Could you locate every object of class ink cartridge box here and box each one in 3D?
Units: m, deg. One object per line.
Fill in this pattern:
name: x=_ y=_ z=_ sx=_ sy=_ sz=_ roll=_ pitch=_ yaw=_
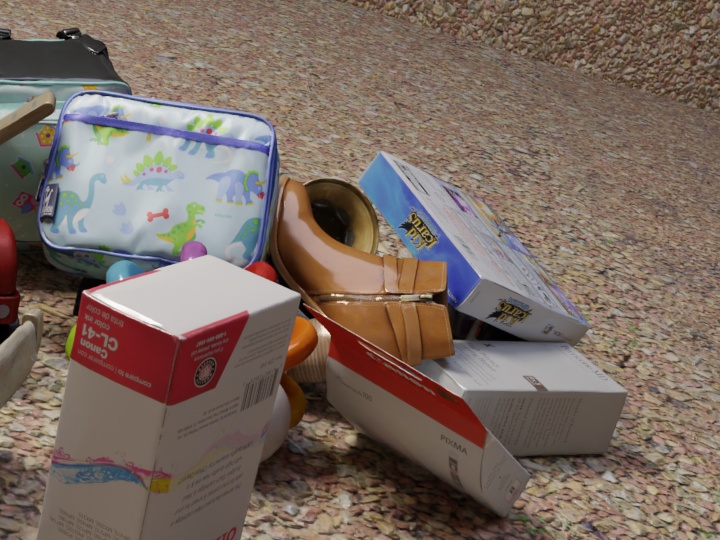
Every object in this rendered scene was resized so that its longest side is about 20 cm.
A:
ink cartridge box: x=-0.127 y=0.105 z=1.033 sx=0.085 sy=0.202 sz=0.147 roll=23 pitch=19 yaw=22
ink cartridge box: x=0.036 y=0.114 z=1.243 sx=0.162 sy=0.057 sz=0.200 roll=29 pitch=-7 yaw=29

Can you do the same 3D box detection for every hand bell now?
hand bell: x=-0.065 y=-0.028 z=1.601 sx=0.103 sy=0.105 sz=0.200 roll=10 pitch=-9 yaw=-20

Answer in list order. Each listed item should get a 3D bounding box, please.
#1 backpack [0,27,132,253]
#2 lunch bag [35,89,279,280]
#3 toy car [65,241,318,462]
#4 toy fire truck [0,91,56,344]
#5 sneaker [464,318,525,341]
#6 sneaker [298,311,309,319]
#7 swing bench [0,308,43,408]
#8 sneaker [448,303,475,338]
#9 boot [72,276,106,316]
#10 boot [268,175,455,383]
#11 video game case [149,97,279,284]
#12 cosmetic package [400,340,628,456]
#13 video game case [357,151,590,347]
backpack: x=-0.307 y=-0.106 z=1.476 sx=0.174 sy=0.201 sz=0.154 roll=-5 pitch=48 yaw=-30
lunch bag: x=-0.171 y=-0.068 z=1.349 sx=0.198 sy=0.162 sz=0.083 roll=11 pitch=-20 yaw=0
toy car: x=-0.130 y=0.053 z=1.255 sx=0.198 sy=0.151 sz=0.175 roll=14 pitch=19 yaw=-10
toy fire truck: x=-0.314 y=-0.043 z=1.282 sx=0.128 sy=0.202 sz=0.176 roll=4 pitch=22 yaw=-31
sneaker: x=0.151 y=0.076 z=1.563 sx=0.081 sy=0.078 sz=0.200 roll=30 pitch=23 yaw=13
sneaker: x=-0.006 y=0.048 z=1.479 sx=0.198 sy=0.088 sz=0.074 roll=2 pitch=25 yaw=-34
swing bench: x=-0.339 y=0.079 z=1.044 sx=0.198 sy=0.131 sz=0.199 roll=23 pitch=18 yaw=0
sneaker: x=0.048 y=0.024 z=1.622 sx=0.199 sy=0.081 sz=0.088 roll=7 pitch=13 yaw=-41
boot: x=-0.166 y=0.024 z=1.459 sx=0.131 sy=0.070 sz=0.200 roll=24 pitch=31 yaw=11
boot: x=0.000 y=0.000 z=1.393 sx=0.154 sy=0.077 sz=0.202 roll=-9 pitch=61 yaw=3
video game case: x=-0.138 y=-0.059 z=1.491 sx=0.182 sy=0.036 sz=0.200 roll=54 pitch=-3 yaw=12
cosmetic package: x=0.134 y=0.115 z=1.435 sx=0.198 sy=0.075 sz=0.102 roll=1 pitch=25 yaw=-36
video game case: x=0.109 y=-0.015 z=1.530 sx=0.180 sy=0.046 sz=0.200 roll=22 pitch=25 yaw=-45
